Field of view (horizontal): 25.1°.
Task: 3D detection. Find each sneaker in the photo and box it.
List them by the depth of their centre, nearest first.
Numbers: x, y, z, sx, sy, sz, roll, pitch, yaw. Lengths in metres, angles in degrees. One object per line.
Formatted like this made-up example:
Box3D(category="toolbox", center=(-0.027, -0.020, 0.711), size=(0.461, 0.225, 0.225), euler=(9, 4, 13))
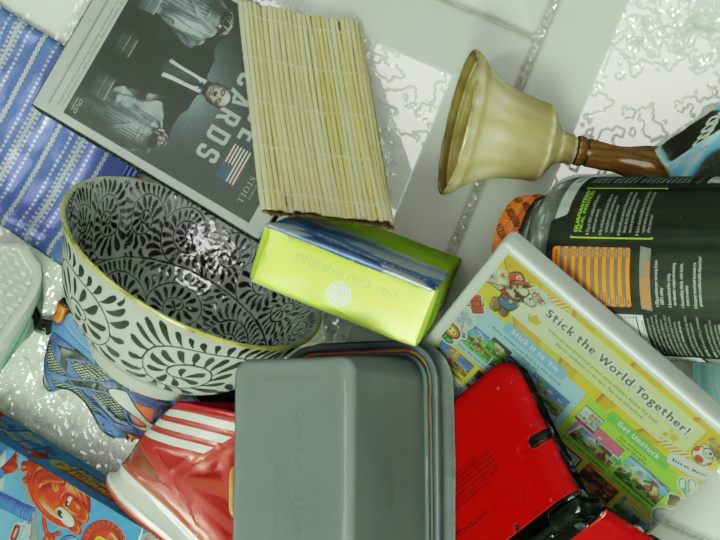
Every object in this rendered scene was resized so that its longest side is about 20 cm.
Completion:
Box3D(category="sneaker", center=(-0.069, 0.167, 1.126), size=(0.199, 0.078, 0.116), euler=(39, 88, -12))
Box3D(category="sneaker", center=(-0.293, 0.078, 1.186), size=(0.073, 0.118, 0.201), euler=(34, 79, 1))
Box3D(category="sneaker", center=(-0.153, 0.099, 1.207), size=(0.199, 0.075, 0.079), euler=(34, 109, 10))

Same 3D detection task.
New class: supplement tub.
Box3D(category="supplement tub", center=(0.195, -0.002, 1.081), size=(0.198, 0.122, 0.124), euler=(3, 95, 32))

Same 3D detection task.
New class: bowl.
Box3D(category="bowl", center=(-0.136, 0.028, 1.143), size=(0.200, 0.201, 0.095), euler=(32, 113, 4))

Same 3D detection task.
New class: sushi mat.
Box3D(category="sushi mat", center=(-0.033, -0.111, 1.121), size=(0.095, 0.012, 0.202), euler=(4, 51, -17))

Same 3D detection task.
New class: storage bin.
Box3D(category="storage bin", center=(-0.027, 0.139, 1.030), size=(0.144, 0.134, 0.203), euler=(-3, 80, 21))

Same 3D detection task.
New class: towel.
Box3D(category="towel", center=(-0.260, -0.107, 1.223), size=(0.199, 0.024, 0.146), euler=(31, 96, 4))

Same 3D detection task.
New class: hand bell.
Box3D(category="hand bell", center=(0.163, -0.083, 1.152), size=(0.198, 0.104, 0.105), euler=(13, 96, -7))

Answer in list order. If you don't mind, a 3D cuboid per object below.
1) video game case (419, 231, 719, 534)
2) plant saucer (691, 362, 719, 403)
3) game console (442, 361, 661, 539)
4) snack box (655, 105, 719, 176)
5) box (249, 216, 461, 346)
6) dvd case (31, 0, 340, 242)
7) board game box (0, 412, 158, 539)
Box3D(category="video game case", center=(0.128, 0.099, 1.083), size=(0.200, 0.023, 0.182), euler=(40, 128, 5))
Box3D(category="plant saucer", center=(0.331, 0.066, 1.141), size=(0.198, 0.027, 0.203), euler=(0, 104, 2))
Box3D(category="game console", center=(0.103, 0.186, 1.102), size=(0.200, 0.118, 0.174), euler=(-44, 57, 31))
Box3D(category="snack box", center=(0.318, -0.090, 1.122), size=(0.199, 0.037, 0.117), euler=(-34, 113, 8))
Box3D(category="box", center=(0.000, 0.000, 1.107), size=(0.121, 0.200, 0.048), euler=(21, 99, 6))
Box3D(category="dvd case", center=(-0.120, -0.135, 1.191), size=(0.199, 0.025, 0.151), euler=(30, 88, 5))
Box3D(category="board game box", center=(-0.259, 0.232, 1.204), size=(0.194, 0.056, 0.202), euler=(25, 97, 22))
